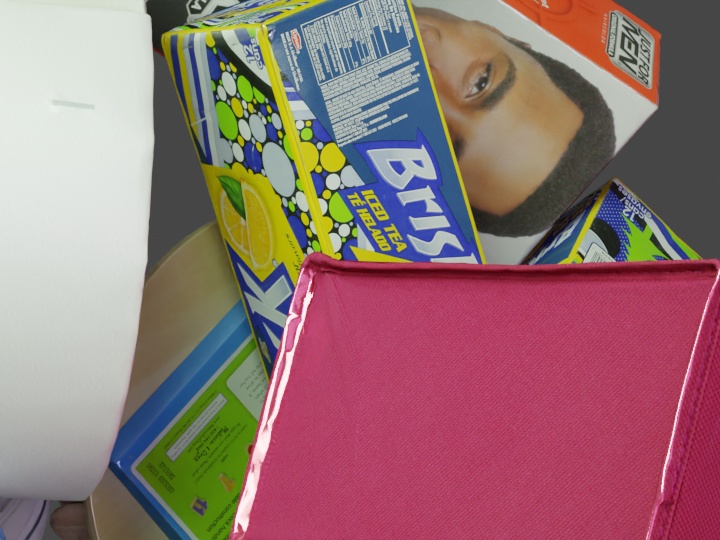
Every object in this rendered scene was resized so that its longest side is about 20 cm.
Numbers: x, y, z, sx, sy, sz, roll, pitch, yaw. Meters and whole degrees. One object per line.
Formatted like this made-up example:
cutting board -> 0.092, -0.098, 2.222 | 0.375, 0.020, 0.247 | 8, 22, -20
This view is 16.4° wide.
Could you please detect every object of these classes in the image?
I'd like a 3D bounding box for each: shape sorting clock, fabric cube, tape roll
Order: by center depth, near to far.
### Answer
fabric cube -> 0.088, 0.115, 0.783 | 0.199, 0.196, 0.201 | 23, 78, -35
tape roll -> -0.124, -0.022, 0.861 | 0.071, 0.202, 0.203 | 4, 87, -16
shape sorting clock -> -0.018, 0.072, 0.956 | 0.200, 0.039, 0.201 | 5, 81, -31

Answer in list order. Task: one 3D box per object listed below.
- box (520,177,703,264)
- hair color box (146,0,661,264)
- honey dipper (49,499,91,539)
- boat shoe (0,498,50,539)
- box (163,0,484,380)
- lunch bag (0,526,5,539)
box -> 0.140, 0.061, 0.992 | 0.200, 0.070, 0.064 | 43, 44, -10
hair color box -> 0.006, -0.096, 0.950 | 0.200, 0.061, 0.102 | 32, 121, -13
honey dipper -> -0.106, 0.146, 0.908 | 0.038, 0.038, 0.200 | 18, 61, -15
boat shoe -> -0.191, 0.103, 0.880 | 0.200, 0.066, 0.072 | -23, 64, -31
box -> 0.000, 0.000, 0.888 | 0.064, 0.070, 0.200 | -24, 105, -31
lunch bag -> -0.190, 0.160, 0.809 | 0.160, 0.076, 0.201 | 3, 109, -28
